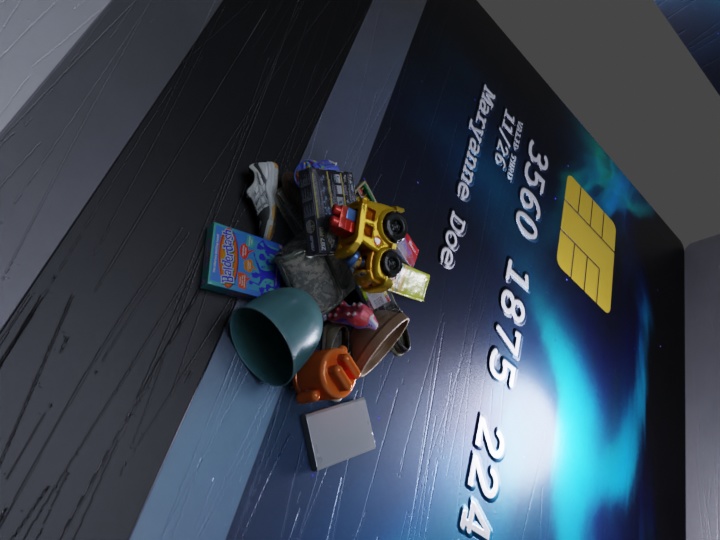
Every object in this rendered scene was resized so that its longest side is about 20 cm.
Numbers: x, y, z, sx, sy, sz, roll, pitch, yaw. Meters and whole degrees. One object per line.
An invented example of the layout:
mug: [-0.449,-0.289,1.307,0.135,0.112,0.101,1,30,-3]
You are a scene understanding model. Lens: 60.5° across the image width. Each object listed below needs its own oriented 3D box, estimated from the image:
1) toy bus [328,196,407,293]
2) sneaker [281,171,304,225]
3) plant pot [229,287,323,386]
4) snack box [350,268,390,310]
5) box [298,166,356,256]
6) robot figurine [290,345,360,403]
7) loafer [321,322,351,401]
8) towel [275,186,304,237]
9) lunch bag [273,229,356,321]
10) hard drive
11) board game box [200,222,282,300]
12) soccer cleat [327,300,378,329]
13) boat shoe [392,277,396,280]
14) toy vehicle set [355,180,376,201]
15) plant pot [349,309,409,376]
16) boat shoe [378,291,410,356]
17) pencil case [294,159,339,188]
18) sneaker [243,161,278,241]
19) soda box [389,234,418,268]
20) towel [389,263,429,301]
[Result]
toy bus: [0.000,-0.068,1.446,0.188,0.134,0.207,18,72,-31]
sneaker: [-0.135,-0.179,1.627,0.070,0.075,0.204,-31,92,-43]
plant pot: [-0.180,0.135,1.434,0.160,0.198,0.204,-38,99,-44]
snack box: [0.000,0.000,1.656,0.066,0.169,0.204,-28,94,-6]
box: [-0.070,-0.140,1.500,0.159,0.048,0.208,-3,84,-51]
robot figurine: [-0.086,0.248,1.471,0.114,0.197,0.149,20,65,-37]
loafer: [-0.062,0.230,1.586,0.074,0.067,0.207,9,69,-37]
towel: [-0.136,-0.166,1.688,0.200,0.034,0.195,-43,104,-41]
lunch bag: [-0.123,0.014,1.549,0.167,0.137,0.205,-38,114,-40]
hard drive: [-0.053,0.409,1.559,0.196,0.026,0.137,-6,79,-42]
board game box: [-0.283,-0.012,1.497,0.196,0.044,0.157,17,64,-36]
soccer cleat: [-0.026,0.118,1.576,0.077,0.198,0.067,45,68,-20]
boat shoe: [0.041,-0.058,1.722,0.067,0.072,0.203,-35,87,-9]
toy vehicle set: [0.022,-0.142,1.798,0.125,0.026,0.203,-48,117,-41]
plant pot: [0.034,0.174,1.629,0.092,0.204,0.200,39,46,15]
boat shoe: [0.099,0.137,1.760,0.070,0.065,0.208,-10,80,-39]
pencil case: [-0.108,-0.252,1.624,0.078,0.087,0.200,41,15,4]
sneaker: [-0.255,-0.175,1.576,0.084,0.076,0.208,2,81,-7]
soda box: [0.098,-0.088,1.794,0.201,0.062,0.072,52,51,-44]
towel: [0.143,0.033,1.815,0.197,0.018,0.089,20,89,-51]
